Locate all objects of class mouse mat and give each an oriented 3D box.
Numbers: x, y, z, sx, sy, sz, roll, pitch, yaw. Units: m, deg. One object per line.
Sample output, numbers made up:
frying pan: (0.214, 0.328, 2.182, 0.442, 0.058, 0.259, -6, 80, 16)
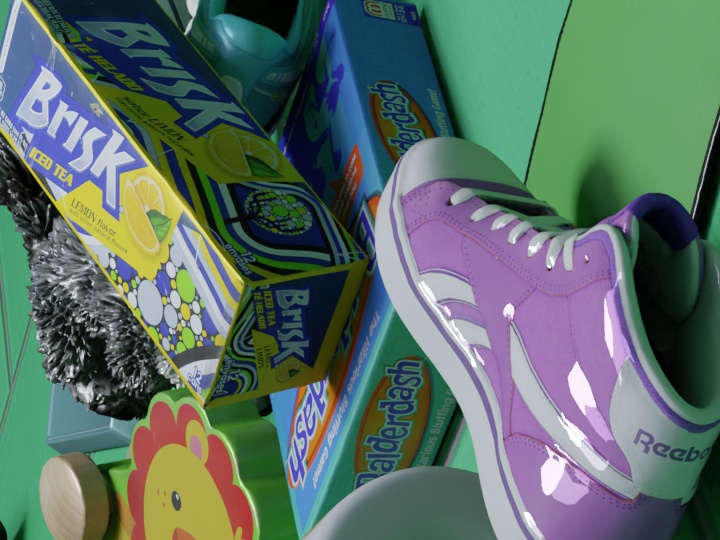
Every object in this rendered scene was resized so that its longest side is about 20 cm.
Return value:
mouse mat: (0.086, -0.021, 0.999, 0.161, 0.007, 0.201, -129, 50, -66)

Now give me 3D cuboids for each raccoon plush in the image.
raccoon plush: (-0.115, -0.005, 1.349, 0.097, 0.200, 0.134, -57, 15, -28)

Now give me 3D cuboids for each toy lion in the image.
toy lion: (-0.075, 0.154, 1.314, 0.191, 0.068, 0.201, -2, 97, 59)

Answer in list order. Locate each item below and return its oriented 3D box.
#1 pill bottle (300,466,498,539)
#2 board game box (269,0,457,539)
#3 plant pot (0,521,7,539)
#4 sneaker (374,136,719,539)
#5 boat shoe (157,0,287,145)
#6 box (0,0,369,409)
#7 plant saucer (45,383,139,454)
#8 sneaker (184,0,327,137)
pill bottle: (0.001, 0.154, 1.025, 0.200, 0.110, 0.112, 130, 144, -60)
board game box: (0.000, 0.000, 1.201, 0.200, 0.045, 0.153, -105, 29, -50)
plant pot: (-0.326, 0.282, 1.908, 0.200, 0.199, 0.199, 122, 142, -52)
sneaker: (0.072, 0.000, 0.927, 0.115, 0.072, 0.201, -64, 35, 35)
boat shoe: (-0.071, -0.089, 1.401, 0.074, 0.086, 0.203, 14, 132, 51)
box: (-0.081, -0.038, 1.173, 0.200, 0.064, 0.070, 50, 135, 34)
plant saucer: (-0.166, 0.076, 1.743, 0.200, 0.019, 0.070, 164, 113, -70)
sneaker: (-0.038, -0.129, 1.286, 0.200, 0.077, 0.080, -77, 12, -52)
